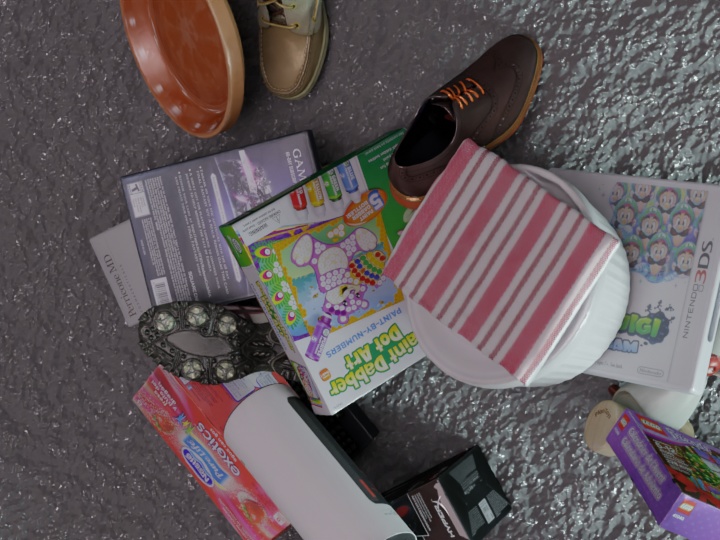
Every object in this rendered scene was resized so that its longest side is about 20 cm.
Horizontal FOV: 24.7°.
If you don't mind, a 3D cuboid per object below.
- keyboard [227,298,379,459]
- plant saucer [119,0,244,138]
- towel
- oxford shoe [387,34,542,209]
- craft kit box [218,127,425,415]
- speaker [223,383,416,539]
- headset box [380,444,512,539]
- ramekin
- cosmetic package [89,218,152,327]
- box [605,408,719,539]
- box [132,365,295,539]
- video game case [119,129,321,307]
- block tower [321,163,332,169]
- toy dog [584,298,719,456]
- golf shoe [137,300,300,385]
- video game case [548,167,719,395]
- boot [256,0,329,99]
[{"bbox_3d":[-0.055,0.096,1.645,0.127,0.021,0.200,-43,84,19],"label":"keyboard"},{"bbox_3d":[-0.168,-0.226,1.575,0.200,0.032,0.201,38,141,40],"label":"plant saucer"},{"bbox_3d":[0.118,-0.010,1.413,0.200,0.030,0.146,39,101,39],"label":"towel"},{"bbox_3d":[0.098,-0.145,1.495,0.071,0.073,0.200,32,74,22],"label":"oxford shoe"},{"bbox_3d":[0.000,0.000,1.522,0.200,0.048,0.198,-31,102,-22],"label":"craft kit box"},{"bbox_3d":[-0.038,0.197,1.483,0.200,0.081,0.081,47,111,32],"label":"speaker"},{"bbox_3d":[0.028,0.254,1.571,0.200,0.149,0.075,-30,86,20],"label":"headset box"},{"bbox_3d":[0.147,0.012,1.461,0.202,0.094,0.203,-13,69,37],"label":"ramekin"},{"bbox_3d":[-0.155,-0.030,1.633,0.200,0.071,0.102,-25,90,21],"label":"cosmetic package"},{"bbox_3d":[0.320,0.201,1.426,0.200,0.137,0.039,24,108,-23],"label":"box"},{"bbox_3d":[-0.114,0.159,1.616,0.200,0.103,0.095,50,142,5],"label":"box"},{"bbox_3d":[-0.123,-0.042,1.572,0.200,0.019,0.143,-13,94,18],"label":"video game case"},{"bbox_3d":[0.000,-0.006,1.585,0.058,0.054,0.200,-13,94,-1],"label":"block tower"},{"bbox_3d":[0.282,0.089,1.494,0.200,0.096,0.132,-40,127,13],"label":"toy dog"},{"bbox_3d":[-0.113,0.068,1.572,0.200,0.088,0.077,6,97,-5],"label":"golf shoe"},{"bbox_3d":[0.233,0.005,1.469,0.200,0.024,0.182,9,84,42],"label":"video game case"},{"bbox_3d":[-0.083,-0.257,1.530,0.072,0.155,0.200,9,101,17],"label":"boot"}]
